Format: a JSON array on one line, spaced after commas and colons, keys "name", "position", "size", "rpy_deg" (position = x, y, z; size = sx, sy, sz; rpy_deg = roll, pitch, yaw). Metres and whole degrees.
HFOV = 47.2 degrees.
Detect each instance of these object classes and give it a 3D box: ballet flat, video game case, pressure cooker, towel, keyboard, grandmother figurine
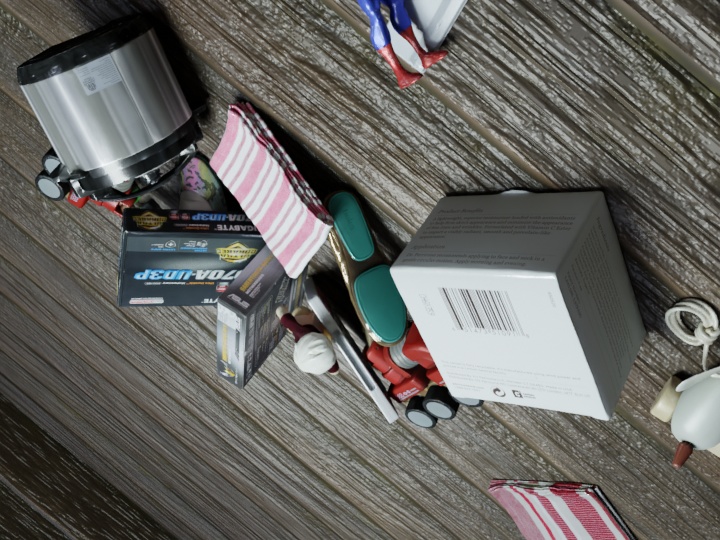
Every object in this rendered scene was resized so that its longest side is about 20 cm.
[{"name": "ballet flat", "position": [0.000, 0.000, 1.016], "size": [0.201, 0.067, 0.072], "rpy_deg": [65, 162, 4]}, {"name": "ballet flat", "position": [-0.224, -0.067, 1.179], "size": [0.069, 0.071, 0.201], "rpy_deg": [17, 140, 23]}, {"name": "video game case", "position": [-0.016, 0.106, 1.138], "size": [0.201, 0.017, 0.143], "rpy_deg": [57, 179, -12]}, {"name": "pressure cooker", "position": [-0.298, -0.186, 1.001], "size": [0.174, 0.179, 0.201], "rpy_deg": [-11, 117, 25]}, {"name": "towel", "position": [-0.118, -0.096, 1.036], "size": [0.201, 0.030, 0.146], "rpy_deg": [54, 148, 10]}, {"name": "towel", "position": [0.300, 0.370, 1.233], "size": [0.199, 0.023, 0.144], "rpy_deg": [-15, 120, 50]}, {"name": "keyboard", "position": [0.073, -0.259, 0.738], "size": [0.056, 0.011, 0.200], "rpy_deg": [42, 146, 5]}, {"name": "grandmother figurine", "position": [-0.066, 0.092, 1.101], "size": [0.121, 0.061, 0.200], "rpy_deg": [37, -179, -12]}]

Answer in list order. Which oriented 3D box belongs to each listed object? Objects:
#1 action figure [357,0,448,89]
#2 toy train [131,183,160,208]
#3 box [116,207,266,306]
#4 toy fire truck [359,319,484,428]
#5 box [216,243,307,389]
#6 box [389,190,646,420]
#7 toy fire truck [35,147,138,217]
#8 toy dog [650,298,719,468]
[{"name": "action figure", "position": [0.018, -0.269, 0.721], "size": [0.201, 0.065, 0.099], "rpy_deg": [53, 150, -13]}, {"name": "toy train", "position": [-0.332, -0.078, 1.300], "size": [0.200, 0.042, 0.056], "rpy_deg": [47, 135, -11]}, {"name": "box", "position": [-0.235, -0.015, 1.149], "size": [0.198, 0.046, 0.160], "rpy_deg": [1, 140, -21]}, {"name": "toy fire truck", "position": [0.064, 0.085, 1.061], "size": [0.199, 0.129, 0.176], "rpy_deg": [34, 147, -10]}, {"name": "box", "position": [-0.138, 0.053, 1.159], "size": [0.048, 0.159, 0.201], "rpy_deg": [29, 145, 11]}, {"name": "box", "position": [0.170, 0.034, 0.871], "size": [0.198, 0.131, 0.201], "rpy_deg": [3, 132, 41]}, {"name": "toy fire truck", "position": [-0.348, -0.125, 1.174], "size": [0.199, 0.129, 0.176], "rpy_deg": [33, 138, -11]}, {"name": "toy dog", "position": [0.361, 0.136, 0.839], "size": [0.131, 0.097, 0.201], "rpy_deg": [16, 140, 29]}]
